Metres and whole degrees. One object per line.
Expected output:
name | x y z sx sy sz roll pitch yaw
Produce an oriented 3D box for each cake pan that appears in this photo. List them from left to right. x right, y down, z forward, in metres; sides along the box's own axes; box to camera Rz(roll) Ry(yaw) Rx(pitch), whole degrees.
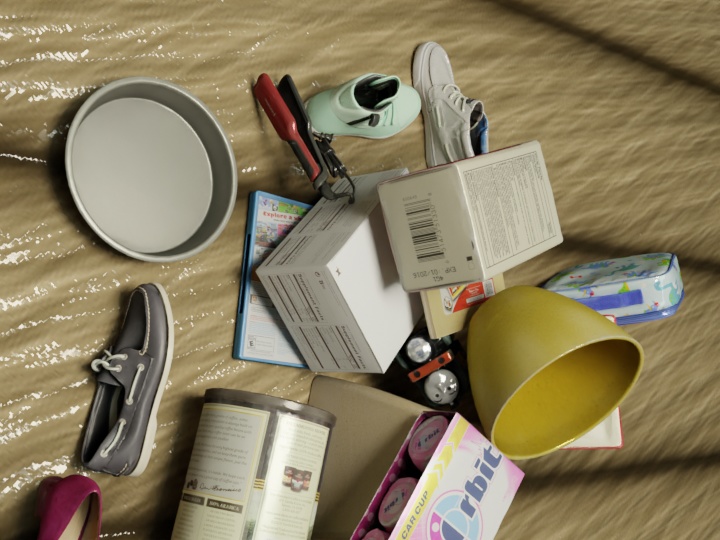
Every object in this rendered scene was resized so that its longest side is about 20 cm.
cake pan | -0.227 -0.107 0.941 0.200 0.037 0.201 6 81 -40

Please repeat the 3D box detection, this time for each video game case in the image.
video game case | -0.081 0.016 1.062 0.143 0.018 0.201 13 76 -38

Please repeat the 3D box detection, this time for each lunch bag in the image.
lunch bag | 0.378 0.035 1.316 0.161 0.200 0.083 -29 106 -64

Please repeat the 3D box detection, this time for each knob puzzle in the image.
knob puzzle | 0.109 -0.029 1.067 0.219 0.030 0.220 14 72 -48

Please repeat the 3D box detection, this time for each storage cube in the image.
storage cube | 0.252 0.148 1.174 0.180 0.199 0.171 33 56 -79

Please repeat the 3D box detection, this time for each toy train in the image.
toy train | 0.098 0.114 1.103 0.114 0.085 0.200 59 7 5

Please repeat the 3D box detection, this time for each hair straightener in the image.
hair straightener | -0.051 -0.157 1.038 0.077 0.041 0.200 -11 59 -42

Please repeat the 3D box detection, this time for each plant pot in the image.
plant pot | 0.054 0.246 1.044 0.200 0.177 0.200 23 71 -36
plant pot | 0.204 0.101 1.016 0.200 0.200 0.142 11 34 -39

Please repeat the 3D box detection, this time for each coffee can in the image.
coffee can | -0.116 0.239 0.921 0.146 0.146 0.200 24 70 -36

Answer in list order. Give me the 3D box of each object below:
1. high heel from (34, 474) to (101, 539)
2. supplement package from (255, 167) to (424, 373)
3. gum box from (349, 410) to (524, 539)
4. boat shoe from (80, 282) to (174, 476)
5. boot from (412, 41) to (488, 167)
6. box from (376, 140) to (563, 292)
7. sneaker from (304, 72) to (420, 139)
high heel | -0.276 0.293 0.812 0.067 0.096 0.201 1 84 -40
supplement package | 0.000 0.000 1.041 0.200 0.111 0.156 -52 125 -40
gum box | 0.073 0.260 0.899 0.113 0.066 0.200 43 63 -20
boat shoe | -0.239 0.107 0.884 0.063 0.073 0.201 13 81 -41
boot | 0.135 -0.231 1.223 0.073 0.095 0.200 -10 91 -40
box | 0.128 -0.064 0.986 0.200 0.109 0.128 -21 98 -51
sneaker | 0.034 -0.214 1.122 0.200 0.118 0.074 -18 95 -41
